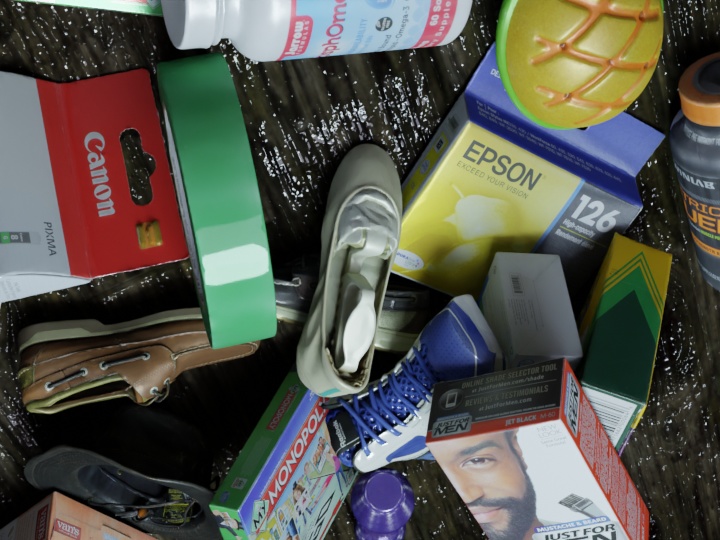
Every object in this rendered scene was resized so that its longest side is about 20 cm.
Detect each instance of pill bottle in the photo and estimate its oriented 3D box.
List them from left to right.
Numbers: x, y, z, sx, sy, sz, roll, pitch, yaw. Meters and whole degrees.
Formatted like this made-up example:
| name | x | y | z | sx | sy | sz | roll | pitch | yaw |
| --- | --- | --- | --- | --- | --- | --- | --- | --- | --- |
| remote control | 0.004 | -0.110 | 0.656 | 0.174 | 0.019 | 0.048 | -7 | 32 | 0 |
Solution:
| name | x | y | z | sx | sy | sz | roll | pitch | yaw |
| --- | --- | --- | --- | --- | --- | --- | --- | --- | --- |
| pill bottle | -0.031 | -0.199 | 0.880 | 0.197 | 0.109 | 0.110 | -9 | 127 | -19 |
| pill bottle | 0.317 | -0.082 | 1.089 | 0.105 | 0.107 | 0.201 | -25 | 127 | 0 |

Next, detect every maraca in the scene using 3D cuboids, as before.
| name | x | y | z | sx | sy | sz | roll | pitch | yaw |
| --- | --- | --- | --- | --- | --- | --- | --- | --- | --- |
| maraca | 0.159 | -0.193 | 0.959 | 0.136 | 0.107 | 0.202 | -23 | 128 | -10 |

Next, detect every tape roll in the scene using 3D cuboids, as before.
| name | x | y | z | sx | sy | sz | roll | pitch | yaw |
| --- | --- | --- | --- | --- | --- | --- | --- | --- | --- |
| tape roll | -0.102 | -0.048 | 0.916 | 0.048 | 0.201 | 0.202 | -12 | 127 | -9 |

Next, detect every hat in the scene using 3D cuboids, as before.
| name | x | y | z | sx | sy | sz | roll | pitch | yaw |
| --- | --- | --- | --- | --- | --- | --- | --- | --- | --- |
| hat | -0.176 | 0.163 | 1.100 | 0.198 | 0.082 | 0.201 | 12 | 153 | 6 |

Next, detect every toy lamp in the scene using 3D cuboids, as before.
| name | x | y | z | sx | sy | sz | roll | pitch | yaw |
| --- | --- | --- | --- | --- | --- | --- | --- | --- | --- |
| toy lamp | 0.018 | 0.215 | 1.170 | 0.057 | 0.059 | 0.200 | -15 | 160 | -7 |

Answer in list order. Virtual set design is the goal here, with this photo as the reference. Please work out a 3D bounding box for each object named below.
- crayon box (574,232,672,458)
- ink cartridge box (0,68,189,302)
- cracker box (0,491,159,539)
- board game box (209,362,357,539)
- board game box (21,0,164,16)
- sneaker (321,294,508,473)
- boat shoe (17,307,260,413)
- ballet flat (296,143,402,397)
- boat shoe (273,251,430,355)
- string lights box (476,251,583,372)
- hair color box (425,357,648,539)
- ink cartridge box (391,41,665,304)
| name | x | y | z | sx | sy | sz | roll | pitch | yaw |
| --- | --- | --- | --- | --- | --- | --- | --- | --- | --- |
| crayon box | 0.197 | 0.101 | 1.109 | 0.058 | 0.174 | 0.201 | 18 | 136 | 4 |
| ink cartridge box | -0.230 | -0.065 | 0.891 | 0.197 | 0.163 | 0.050 | -13 | 158 | -7 |
| cracker box | -0.277 | 0.282 | 1.150 | 0.199 | 0.058 | 0.133 | -36 | 128 | 29 |
| board game box | -0.052 | 0.167 | 1.095 | 0.029 | 0.201 | 0.136 | 7 | 133 | 25 |
| board game box | -0.213 | -0.243 | 0.853 | 0.197 | 0.029 | 0.136 | 3 | 124 | -20 |
| sneaker | 0.035 | 0.112 | 1.056 | 0.114 | 0.081 | 0.200 | -17 | 153 | -30 |
| boat shoe | -0.174 | 0.077 | 1.051 | 0.197 | 0.069 | 0.072 | -7 | 156 | -5 |
| ballet flat | 0.000 | 0.000 | 1.011 | 0.069 | 0.069 | 0.203 | 12 | 87 | -25 |
| boat shoe | -0.034 | 0.015 | 1.072 | 0.199 | 0.072 | 0.067 | 17 | 93 | -20 |
| string lights box | 0.123 | 0.088 | 1.106 | 0.058 | 0.104 | 0.201 | 2 | 141 | -11 |
| hair color box | 0.141 | 0.162 | 1.010 | 0.110 | 0.064 | 0.201 | -14 | 129 | 25 |
| ink cartridge box | 0.134 | -0.059 | 1.086 | 0.196 | 0.047 | 0.201 | 21 | 117 | -29 |
